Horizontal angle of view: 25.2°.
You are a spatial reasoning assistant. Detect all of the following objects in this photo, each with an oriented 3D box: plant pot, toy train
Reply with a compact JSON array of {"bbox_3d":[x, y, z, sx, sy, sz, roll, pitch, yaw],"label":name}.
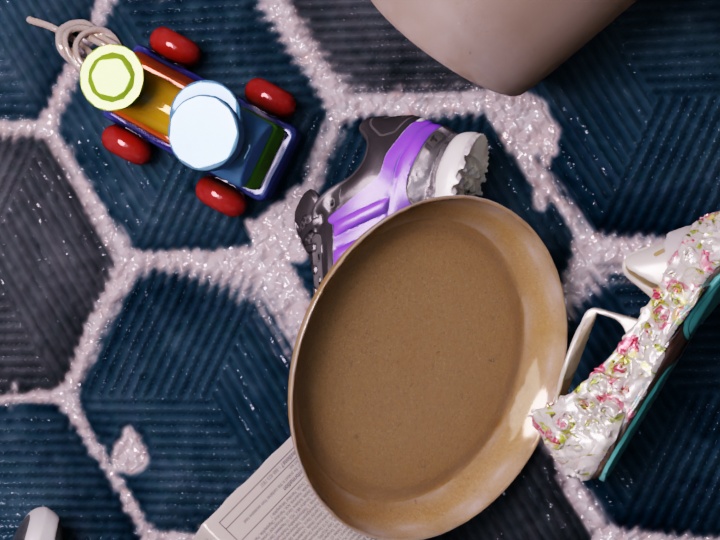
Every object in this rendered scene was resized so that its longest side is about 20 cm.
[{"bbox_3d":[0.036,0.054,0.917,0.027,0.199,0.202,20,93,52],"label":"plant pot"},{"bbox_3d":[0.094,-0.200,0.899,0.199,0.200,0.174,39,111,8],"label":"plant pot"},{"bbox_3d":[-0.140,-0.111,0.963,0.199,0.116,0.085,29,94,9],"label":"toy train"}]

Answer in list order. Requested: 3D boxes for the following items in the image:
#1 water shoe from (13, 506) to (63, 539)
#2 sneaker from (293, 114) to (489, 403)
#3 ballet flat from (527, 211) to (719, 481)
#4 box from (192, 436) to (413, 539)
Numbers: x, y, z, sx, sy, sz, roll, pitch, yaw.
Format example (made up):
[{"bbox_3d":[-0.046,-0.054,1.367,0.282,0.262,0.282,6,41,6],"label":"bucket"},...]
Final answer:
[{"bbox_3d":[-0.184,0.248,1.001,0.078,0.071,0.203,3,88,-18],"label":"water shoe"},{"bbox_3d":[0.000,0.000,0.967,0.099,0.070,0.202,21,90,17],"label":"sneaker"},{"bbox_3d":[0.165,0.029,0.930,0.064,0.076,0.201,35,93,16],"label":"ballet flat"},{"bbox_3d":[-0.002,0.203,0.935,0.200,0.078,0.095,44,53,9],"label":"box"}]
